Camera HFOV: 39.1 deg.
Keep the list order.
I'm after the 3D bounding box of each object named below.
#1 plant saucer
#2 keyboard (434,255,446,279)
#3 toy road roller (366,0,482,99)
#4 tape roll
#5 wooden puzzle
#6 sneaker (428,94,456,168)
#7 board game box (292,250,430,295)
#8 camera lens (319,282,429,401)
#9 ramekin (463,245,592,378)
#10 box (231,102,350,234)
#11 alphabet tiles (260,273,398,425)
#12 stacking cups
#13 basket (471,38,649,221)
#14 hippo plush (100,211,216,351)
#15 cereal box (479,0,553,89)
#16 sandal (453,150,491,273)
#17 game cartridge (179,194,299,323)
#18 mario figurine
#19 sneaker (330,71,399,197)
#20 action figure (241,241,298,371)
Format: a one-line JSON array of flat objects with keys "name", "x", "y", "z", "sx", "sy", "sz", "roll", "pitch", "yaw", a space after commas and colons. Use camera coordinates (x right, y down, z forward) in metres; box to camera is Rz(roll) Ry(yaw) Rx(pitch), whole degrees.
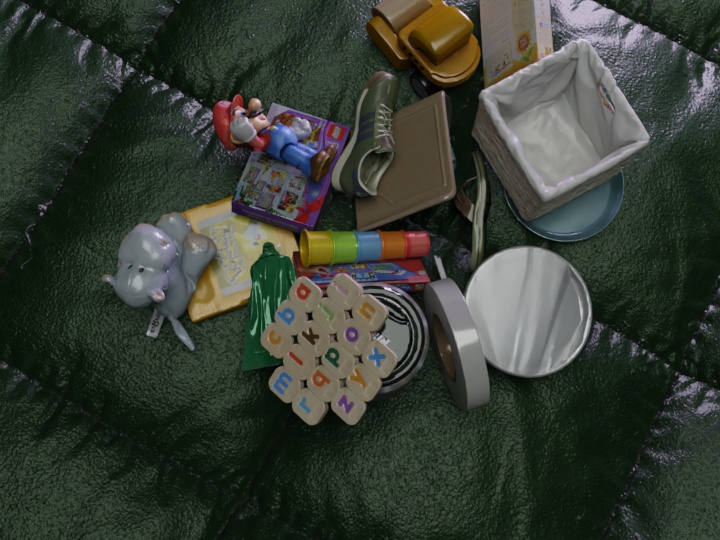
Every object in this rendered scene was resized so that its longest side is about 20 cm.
[{"name": "plant saucer", "x": 0.330, "y": -0.142, "z": 1.662, "sx": 0.199, "sy": 0.027, "sz": 0.201, "roll": 1, "pitch": 78, "yaw": -3}, {"name": "keyboard", "x": 0.149, "y": 0.075, "z": 1.593, "sx": 0.011, "sy": 0.056, "sz": 0.201, "roll": -16, "pitch": 79, "yaw": -2}, {"name": "toy road roller", "x": 0.111, "y": -0.388, "z": 1.647, "sx": 0.123, "sy": 0.146, "sz": 0.200, "roll": -38, "pitch": 82, "yaw": -10}, {"name": "tape roll", "x": 0.141, "y": 0.110, "z": 1.512, "sx": 0.037, "sy": 0.203, "sz": 0.203, "roll": -16, "pitch": 79, "yaw": -7}, {"name": "wooden puzzle", "x": 0.066, "y": -0.167, "z": 1.596, "sx": 0.185, "sy": 0.037, "sz": 0.201, "roll": -19, "pitch": 60, "yaw": 32}, {"name": "sneaker", "x": 0.123, "y": -0.188, "z": 1.625, "sx": 0.091, "sy": 0.077, "sz": 0.201, "roll": 8, "pitch": 80, "yaw": 45}, {"name": "board game box", "x": 0.000, "y": 0.000, "z": 1.575, "sx": 0.199, "sy": 0.020, "sz": 0.103, "roll": -3, "pitch": 33, "yaw": -13}, {"name": "camera lens", "x": 0.015, "y": 0.111, "z": 1.506, "sx": 0.159, "sy": 0.200, "sz": 0.161, "roll": 0, "pitch": 77, "yaw": -2}, {"name": "ramekin", "x": 0.249, "y": 0.065, "z": 1.568, "sx": 0.202, "sy": 0.094, "sz": 0.203, "roll": 1, "pitch": 85, "yaw": -6}, {"name": "box", "x": -0.110, "y": -0.162, "z": 1.621, "sx": 0.136, "sy": 0.039, "sz": 0.201, "roll": 18, "pitch": 63, "yaw": 2}, {"name": "alphabet tiles", "x": -0.045, "y": 0.109, "z": 1.402, "sx": 0.195, "sy": 0.015, "sz": 0.200, "roll": 38, "pitch": 104, "yaw": 24}, {"name": "stacking cups", "x": 0.007, "y": -0.040, "z": 1.569, "sx": 0.199, "sy": 0.061, "sz": 0.061, "roll": -4, "pitch": 77, "yaw": -19}, {"name": "basket", "x": 0.305, "y": -0.213, "z": 1.582, "sx": 0.200, "sy": 0.161, "sz": 0.199, "roll": -29, "pitch": 80, "yaw": -7}, {"name": "hippo plush", "x": -0.327, "y": 0.004, "z": 1.521, "sx": 0.159, "sy": 0.161, "sz": 0.201, "roll": 16, "pitch": 91, "yaw": 20}, {"name": "cereal box", "x": 0.253, "y": -0.408, "z": 1.660, "sx": 0.039, "sy": 0.144, "sz": 0.201, "roll": 6, "pitch": 77, "yaw": -28}, {"name": "sandal", "x": 0.176, "y": -0.097, "z": 1.624, "sx": 0.057, "sy": 0.080, "sz": 0.202, "roll": 3, "pitch": 78, "yaw": 13}, {"name": "game cartridge", "x": -0.201, "y": -0.030, "z": 1.616, "sx": 0.199, "sy": 0.032, "sz": 0.177, "roll": -20, "pitch": 79, "yaw": -8}, {"name": "mario figurine", "x": -0.133, "y": -0.218, "z": 1.560, "sx": 0.199, "sy": 0.123, "sz": 0.106, "roll": 24, "pitch": 76, "yaw": 2}, {"name": "sneaker", "x": 0.029, "y": -0.204, "z": 1.573, "sx": 0.090, "sy": 0.067, "sz": 0.201, "roll": 29, "pitch": 98, "yaw": 46}, {"name": "action figure", "x": -0.131, "y": 0.051, "z": 1.560, "sx": 0.118, "sy": 0.055, "sz": 0.201, "roll": -7, "pitch": 74, "yaw": 2}]
